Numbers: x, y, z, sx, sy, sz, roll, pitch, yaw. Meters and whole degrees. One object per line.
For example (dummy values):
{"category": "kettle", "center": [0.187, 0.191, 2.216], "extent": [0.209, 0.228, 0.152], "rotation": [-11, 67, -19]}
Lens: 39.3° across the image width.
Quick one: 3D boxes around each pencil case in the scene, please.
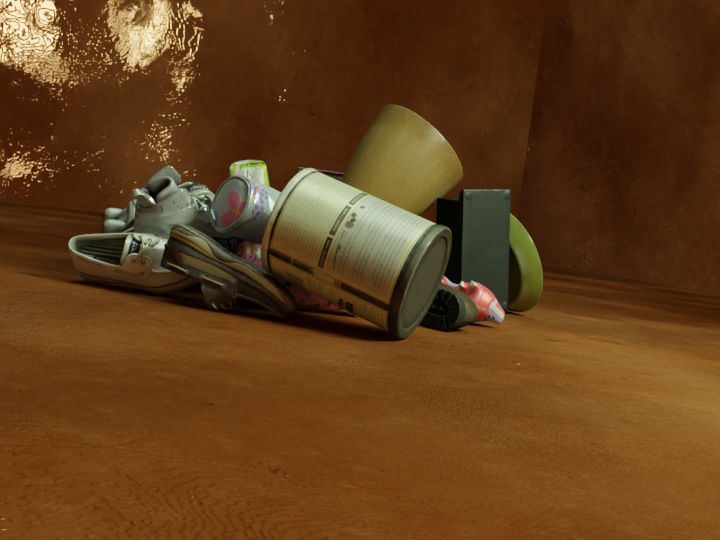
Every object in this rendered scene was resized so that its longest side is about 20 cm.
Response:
{"category": "pencil case", "center": [-0.117, -0.064, 1.422], "extent": [0.090, 0.084, 0.199], "rotation": [-29, -35, 31]}
{"category": "pencil case", "center": [-0.080, 0.012, 1.392], "extent": [0.197, 0.084, 0.086], "rotation": [6, -9, -18]}

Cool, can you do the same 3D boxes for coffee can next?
{"category": "coffee can", "center": [-0.004, -0.024, 1.261], "extent": [0.198, 0.148, 0.146], "rotation": [25, 10, 18]}

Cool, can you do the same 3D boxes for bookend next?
{"category": "bookend", "center": [0.167, -0.041, 1.728], "extent": [0.091, 0.202, 0.199], "rotation": [-2, 7, -22]}

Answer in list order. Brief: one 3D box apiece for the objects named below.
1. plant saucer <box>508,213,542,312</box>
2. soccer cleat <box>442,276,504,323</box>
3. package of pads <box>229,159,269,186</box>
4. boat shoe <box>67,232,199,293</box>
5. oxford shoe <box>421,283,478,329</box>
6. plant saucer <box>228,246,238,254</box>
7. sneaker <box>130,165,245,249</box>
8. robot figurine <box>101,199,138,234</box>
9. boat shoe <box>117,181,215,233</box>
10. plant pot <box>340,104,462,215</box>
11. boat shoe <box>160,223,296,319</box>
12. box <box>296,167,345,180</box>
{"category": "plant saucer", "center": [0.238, -0.015, 1.761], "extent": [0.031, 0.203, 0.199], "rotation": [-25, 20, -27]}
{"category": "soccer cleat", "center": [0.148, 0.049, 1.572], "extent": [0.076, 0.067, 0.199], "rotation": [39, -14, -21]}
{"category": "package of pads", "center": [-0.187, -0.089, 1.742], "extent": [0.067, 0.204, 0.154], "rotation": [-5, 6, -7]}
{"category": "boat shoe", "center": [-0.300, -0.014, 1.349], "extent": [0.196, 0.075, 0.067], "rotation": [-3, -32, 11]}
{"category": "oxford shoe", "center": [0.086, 0.040, 1.462], "extent": [0.199, 0.074, 0.084], "rotation": [27, 13, 39]}
{"category": "plant saucer", "center": [-0.157, -0.022, 1.502], "extent": [0.197, 0.030, 0.201], "rotation": [19, 27, -10]}
{"category": "sneaker", "center": [-0.229, -0.087, 1.416], "extent": [0.197, 0.116, 0.075], "rotation": [-16, 44, -19]}
{"category": "robot figurine", "center": [-0.304, -0.048, 1.575], "extent": [0.197, 0.114, 0.170], "rotation": [7, 31, -15]}
{"category": "boat shoe", "center": [-0.303, -0.063, 1.482], "extent": [0.060, 0.199, 0.074], "rotation": [38, -17, 49]}
{"category": "plant pot", "center": [0.044, -0.143, 1.719], "extent": [0.185, 0.201, 0.187], "rotation": [37, -16, 12]}
{"category": "boat shoe", "center": [-0.171, 0.015, 1.294], "extent": [0.198, 0.074, 0.074], "rotation": [31, 3, 17]}
{"category": "box", "center": [-0.060, -0.077, 1.816], "extent": [0.134, 0.204, 0.039], "rotation": [7, 2, -5]}
